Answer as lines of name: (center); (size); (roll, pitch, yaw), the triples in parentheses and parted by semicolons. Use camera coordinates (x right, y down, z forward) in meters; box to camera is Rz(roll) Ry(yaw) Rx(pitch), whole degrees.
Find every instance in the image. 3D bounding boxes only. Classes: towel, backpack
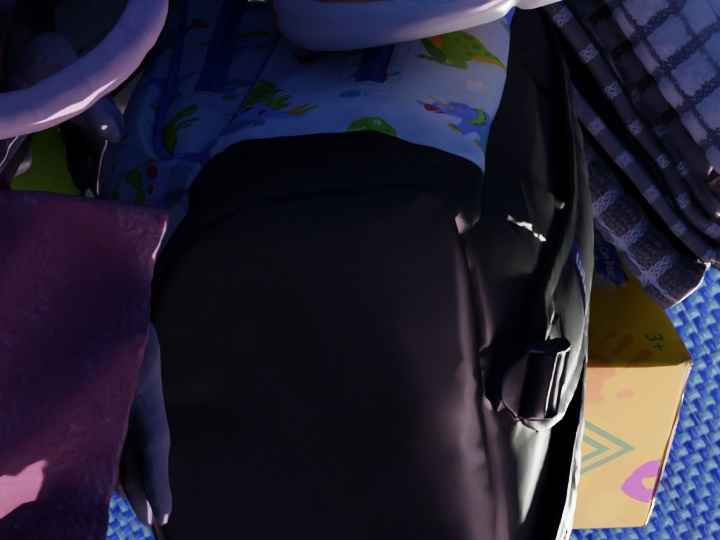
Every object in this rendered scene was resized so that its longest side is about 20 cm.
towel: (0.074, -0.079, 0.777); (0.085, 0.166, 0.200); (-36, -178, 15)
backpack: (-0.001, -0.001, 0.600); (0.152, 0.164, 0.200); (5, -146, 19)

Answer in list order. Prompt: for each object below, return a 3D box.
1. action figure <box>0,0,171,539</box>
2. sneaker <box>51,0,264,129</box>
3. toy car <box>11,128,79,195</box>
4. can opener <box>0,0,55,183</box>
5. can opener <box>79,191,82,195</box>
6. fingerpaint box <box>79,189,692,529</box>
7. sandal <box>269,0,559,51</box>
action figure: (-0.130, 0.012, 0.447); (0.198, 0.134, 0.150); (-3, 131, -25)
sneaker: (-0.035, -0.062, 0.734); (0.075, 0.088, 0.200); (-27, -179, 27)
toy car: (-0.145, 0.069, 0.786); (0.164, 0.201, 0.158); (-31, -178, -25)
can opener: (-0.108, -0.031, 0.623); (0.063, 0.079, 0.200); (-22, 169, -26)
can opener: (-0.042, -0.013, 0.961); (0.198, 0.054, 0.067); (2, 175, -24)
fingerpaint box: (0.000, 0.000, 0.831); (0.165, 0.074, 0.201); (1, -147, -15)
sandal: (0.006, -0.104, 0.582); (0.078, 0.060, 0.207); (-14, -158, -4)
